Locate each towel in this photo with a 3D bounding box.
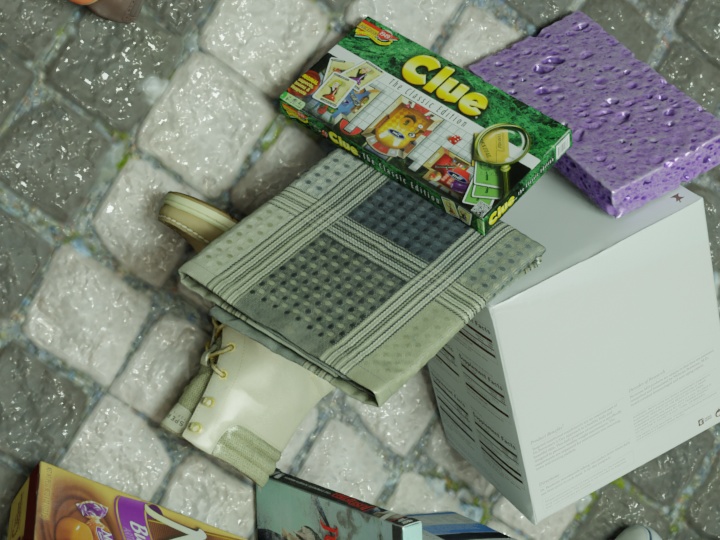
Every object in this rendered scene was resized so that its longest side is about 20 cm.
[{"bbox_3d":[0.000,0.000,1.248,0.200,0.192,0.035,-38,146,-34],"label":"towel"}]

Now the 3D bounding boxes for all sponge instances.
[{"bbox_3d":[0.179,-0.122,1.359,0.111,0.200,0.030,-27,133,-15],"label":"sponge"}]

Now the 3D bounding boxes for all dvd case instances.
[{"bbox_3d":[-0.017,0.236,1.320,0.022,0.199,0.148,-7,100,-35],"label":"dvd case"}]

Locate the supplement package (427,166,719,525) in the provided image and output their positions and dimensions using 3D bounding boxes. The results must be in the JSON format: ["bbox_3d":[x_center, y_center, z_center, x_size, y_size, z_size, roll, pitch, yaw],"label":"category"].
[{"bbox_3d":[0.157,0.042,1.366,0.190,0.147,0.202,-26,123,-17],"label":"supplement package"}]

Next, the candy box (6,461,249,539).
[{"bbox_3d":[-0.158,0.227,1.304,0.199,0.117,0.057,26,122,-23],"label":"candy box"}]

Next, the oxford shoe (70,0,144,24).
[{"bbox_3d":[-0.156,-0.275,1.286,0.072,0.071,0.202,30,81,-50],"label":"oxford shoe"}]

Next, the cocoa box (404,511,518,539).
[{"bbox_3d":[0.045,0.300,1.383,0.132,0.131,0.203,0,97,-29],"label":"cocoa box"}]

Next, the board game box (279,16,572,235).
[{"bbox_3d":[0.046,-0.110,1.310,0.105,0.199,0.024,-43,148,-25],"label":"board game box"}]

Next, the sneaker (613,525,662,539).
[{"bbox_3d":[0.168,0.277,1.464,0.200,0.073,0.071,-46,113,-10],"label":"sneaker"}]

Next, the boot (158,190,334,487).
[{"bbox_3d":[-0.103,0.052,1.334,0.200,0.072,0.155,40,84,-21],"label":"boot"}]
